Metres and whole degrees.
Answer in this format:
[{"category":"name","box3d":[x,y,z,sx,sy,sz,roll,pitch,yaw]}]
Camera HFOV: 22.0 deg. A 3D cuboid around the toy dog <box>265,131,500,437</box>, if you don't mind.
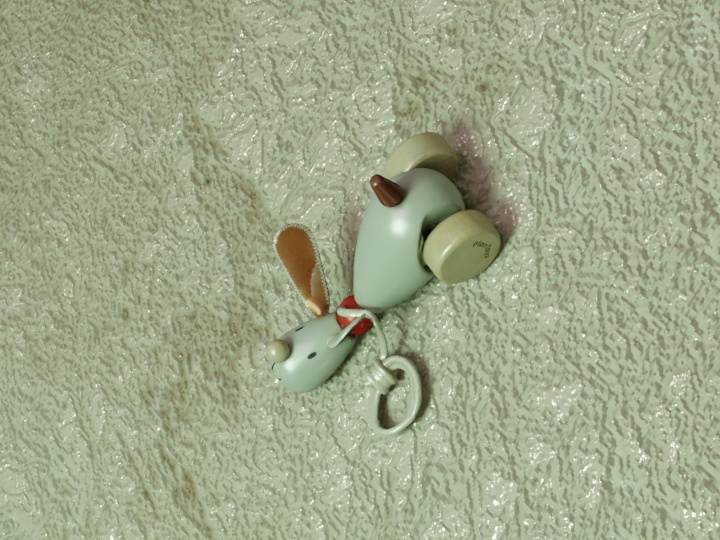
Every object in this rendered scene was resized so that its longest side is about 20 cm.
[{"category":"toy dog","box3d":[0.000,0.000,1.206,0.132,0.096,0.201,34,101,43]}]
